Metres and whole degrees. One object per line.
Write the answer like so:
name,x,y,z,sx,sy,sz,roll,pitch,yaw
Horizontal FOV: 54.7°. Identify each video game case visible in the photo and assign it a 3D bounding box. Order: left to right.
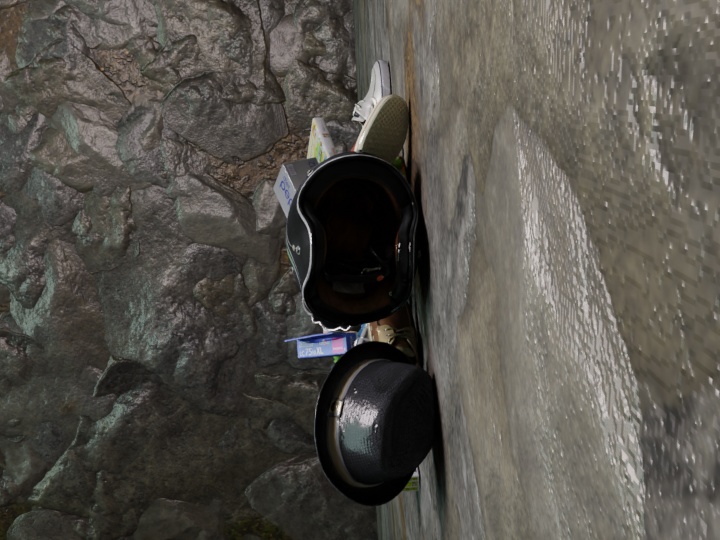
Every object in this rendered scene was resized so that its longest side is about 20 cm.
video game case,-0.065,-0.123,1.187,0.202,0.022,0.184,103,155,-43

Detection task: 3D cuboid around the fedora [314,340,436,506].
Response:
fedora,0.038,0.185,0.854,0.091,0.197,0.206,-16,74,51

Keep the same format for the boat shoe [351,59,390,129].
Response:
boat shoe,0.018,-0.286,1.277,0.071,0.068,0.205,-172,84,-86

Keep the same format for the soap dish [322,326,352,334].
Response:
soap dish,0.000,0.029,1.356,0.081,0.155,0.204,35,-134,-54

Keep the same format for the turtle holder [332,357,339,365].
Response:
turtle holder,0.028,0.213,1.400,0.184,0.140,0.134,2,116,50

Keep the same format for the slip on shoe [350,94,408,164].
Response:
slip on shoe,0.009,-0.162,1.004,0.061,0.073,0.203,55,131,44

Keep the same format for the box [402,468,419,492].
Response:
box,0.037,0.294,1.196,0.201,0.107,0.035,-95,2,-61

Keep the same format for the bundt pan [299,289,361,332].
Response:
bundt pan,-0.010,0.020,1.266,0.075,0.199,0.206,28,-129,-52

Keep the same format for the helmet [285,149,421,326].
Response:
helmet,-0.010,-0.049,0.918,0.202,0.195,0.194,89,177,-55

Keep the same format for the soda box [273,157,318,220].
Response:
soda box,-0.064,-0.071,1.072,0.203,0.062,0.068,64,149,19

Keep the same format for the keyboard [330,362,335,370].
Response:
keyboard,0.006,0.207,1.099,0.104,0.040,0.199,44,170,-36

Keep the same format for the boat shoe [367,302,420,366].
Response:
boat shoe,0.055,0.116,0.992,0.074,0.074,0.204,118,148,-67

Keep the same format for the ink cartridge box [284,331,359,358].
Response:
ink cartridge box,-0.025,0.130,1.223,0.198,0.118,0.043,8,-105,-51

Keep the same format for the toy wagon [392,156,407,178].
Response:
toy wagon,0.051,-0.123,1.119,0.201,0.039,0.158,-94,2,-60

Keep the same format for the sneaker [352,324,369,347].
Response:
sneaker,0.048,0.079,1.114,0.075,0.085,0.204,162,127,-81
